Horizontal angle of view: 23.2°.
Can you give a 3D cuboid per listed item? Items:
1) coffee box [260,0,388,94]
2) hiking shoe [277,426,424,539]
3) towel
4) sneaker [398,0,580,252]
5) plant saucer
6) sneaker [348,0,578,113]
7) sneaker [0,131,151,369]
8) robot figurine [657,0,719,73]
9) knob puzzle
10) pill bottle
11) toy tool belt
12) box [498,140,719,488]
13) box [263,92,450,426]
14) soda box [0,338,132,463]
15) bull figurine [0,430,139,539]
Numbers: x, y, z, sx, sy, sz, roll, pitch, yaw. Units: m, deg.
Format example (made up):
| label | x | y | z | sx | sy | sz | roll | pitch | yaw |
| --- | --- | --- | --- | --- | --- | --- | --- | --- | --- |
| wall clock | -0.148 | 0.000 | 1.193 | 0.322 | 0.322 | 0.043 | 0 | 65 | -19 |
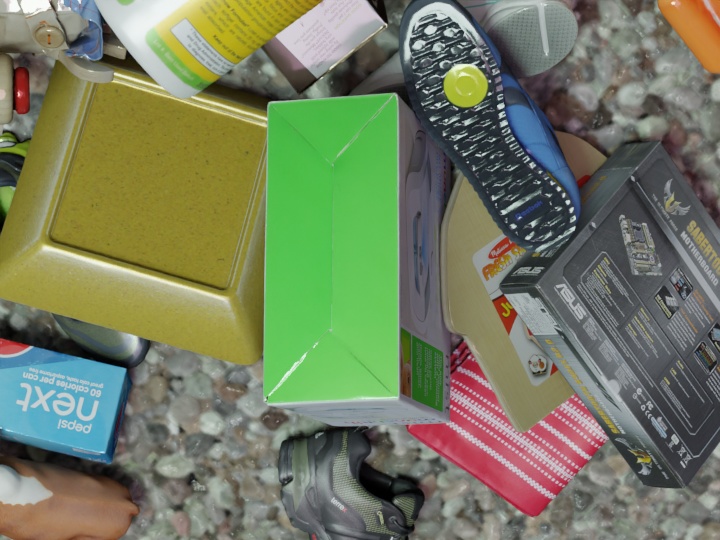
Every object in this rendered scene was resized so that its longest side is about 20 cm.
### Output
| label | x | y | z | sx | sy | sz | roll | pitch | yaw |
| --- | --- | --- | --- | --- | --- | --- | --- | --- | --- |
| coffee box | -0.073 | -0.231 | 1.191 | 0.079 | 0.115 | 0.200 | -37 | 106 | 12 |
| hiking shoe | 0.009 | 0.213 | 1.374 | 0.100 | 0.076 | 0.201 | -20 | 108 | 11 |
| towel | 0.145 | 0.085 | 1.357 | 0.144 | 0.023 | 0.200 | 37 | 106 | -13 |
| sneaker | 0.087 | -0.107 | 1.199 | 0.066 | 0.079 | 0.201 | -26 | 112 | 21 |
| plant saucer | -0.140 | -0.056 | 1.230 | 0.198 | 0.048 | 0.202 | 16 | 70 | -6 |
| sneaker | 0.070 | -0.154 | 1.248 | 0.199 | 0.081 | 0.070 | -28 | 132 | 30 |
| sneaker | -0.225 | -0.003 | 1.291 | 0.074 | 0.081 | 0.201 | -33 | 108 | 12 |
| robot figurine | 0.285 | -0.211 | 1.200 | 0.143 | 0.117 | 0.201 | -26 | 111 | 31 |
| knob puzzle | 0.128 | -0.013 | 1.272 | 0.218 | 0.030 | 0.222 | 1 | 88 | -31 |
| pill bottle | -0.063 | -0.207 | 1.081 | 0.199 | 0.111 | 0.111 | -35 | 107 | 11 |
| toy tool belt | -0.202 | -0.189 | 1.183 | 0.122 | 0.125 | 0.202 | 1 | 66 | -10 |
| box | 0.211 | 0.032 | 1.275 | 0.159 | 0.048 | 0.200 | -48 | 111 | -25 |
| box | 0.000 | 0.000 | 1.199 | 0.096 | 0.176 | 0.202 | -2 | 79 | 15 |
| soda box | -0.276 | 0.087 | 1.314 | 0.198 | 0.064 | 0.068 | 13 | 76 | -1 |
| bull figurine | -0.263 | 0.172 | 1.320 | 0.121 | 0.066 | 0.199 | -18 | 149 | 40 |
